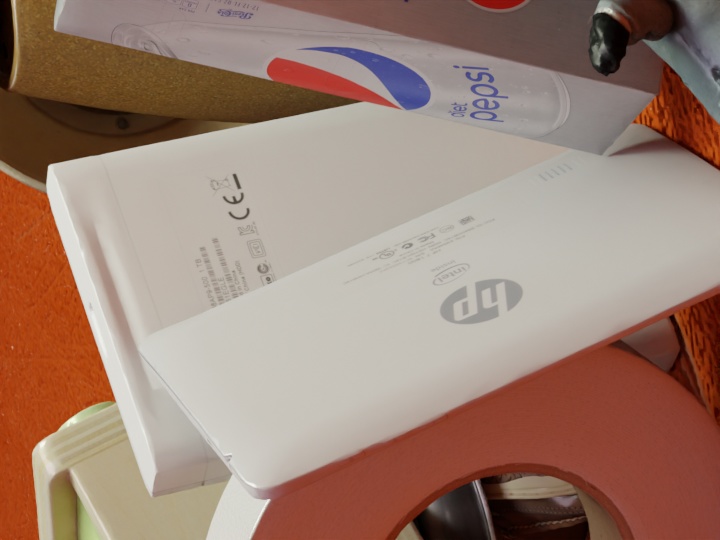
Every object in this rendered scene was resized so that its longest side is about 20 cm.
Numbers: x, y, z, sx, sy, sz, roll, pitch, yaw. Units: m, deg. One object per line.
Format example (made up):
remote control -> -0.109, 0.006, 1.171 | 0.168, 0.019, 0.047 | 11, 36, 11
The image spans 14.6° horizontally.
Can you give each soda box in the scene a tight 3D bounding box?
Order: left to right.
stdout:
soda box -> 0.002, -0.099, 0.944 | 0.063, 0.199, 0.069 | 130, 150, -68

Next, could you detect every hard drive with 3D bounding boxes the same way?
hard drive -> 0.000, 0.000, 1.023 | 0.027, 0.199, 0.132 | 105, 148, -56

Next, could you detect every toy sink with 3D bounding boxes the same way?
toy sink -> -0.056, 0.102, 1.082 | 0.200, 0.112, 0.130 | 60, 164, 18

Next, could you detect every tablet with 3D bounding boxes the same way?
tablet -> 0.033, 0.008, 0.934 | 0.130, 0.199, 0.014 | 43, 155, 60

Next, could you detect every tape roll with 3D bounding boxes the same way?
tape roll -> 0.043, 0.112, 0.971 | 0.037, 0.202, 0.204 | -142, 43, -63

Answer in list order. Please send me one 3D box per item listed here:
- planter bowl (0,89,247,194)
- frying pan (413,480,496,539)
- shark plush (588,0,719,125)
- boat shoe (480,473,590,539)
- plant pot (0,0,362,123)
planter bowl -> -0.107, -0.123, 1.261 | 0.135, 0.199, 0.201 | 156, 102, -82
frying pan -> 0.006, 0.040, 1.066 | 0.115, 0.031, 0.191 | 12, 124, 70
shark plush -> 0.094, -0.071, 0.858 | 0.091, 0.083, 0.201 | -46, 58, 50
boat shoe -> 0.071, 0.081, 1.100 | 0.075, 0.075, 0.202 | 58, 165, -12
plant pot -> -0.051, -0.135, 1.098 | 0.186, 0.199, 0.187 | 169, 90, -72
